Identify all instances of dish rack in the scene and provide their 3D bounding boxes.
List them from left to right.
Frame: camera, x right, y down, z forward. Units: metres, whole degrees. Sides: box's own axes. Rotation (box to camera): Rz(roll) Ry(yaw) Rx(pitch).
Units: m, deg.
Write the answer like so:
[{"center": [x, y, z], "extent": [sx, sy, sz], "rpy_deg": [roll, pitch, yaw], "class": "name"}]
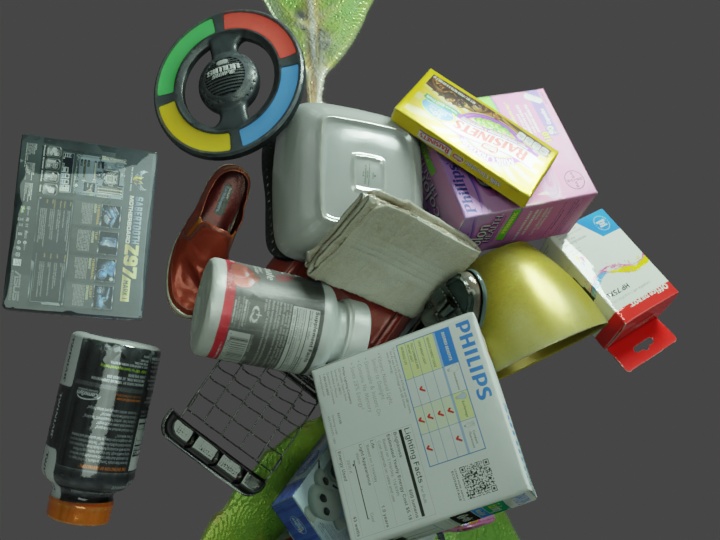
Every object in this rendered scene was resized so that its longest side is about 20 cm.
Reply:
[{"center": [-0.132, 0.160, 0.950], "extent": [0.153, 0.054, 0.202], "rpy_deg": [38, 74, -12], "class": "dish rack"}]

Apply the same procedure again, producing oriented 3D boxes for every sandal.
[{"center": [-0.090, -0.110, 0.981], "extent": [0.073, 0.048, 0.206], "rpy_deg": [1, 77, 13], "class": "sandal"}]

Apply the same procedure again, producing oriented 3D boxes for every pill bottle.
[{"center": [-0.298, 0.178, 0.866], "extent": [0.104, 0.106, 0.205], "rpy_deg": [13, 82, -16], "class": "pill bottle"}, {"center": [-0.091, 0.060, 0.891], "extent": [0.196, 0.110, 0.114], "rpy_deg": [13, 82, -20], "class": "pill bottle"}]

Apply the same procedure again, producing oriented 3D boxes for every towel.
[{"center": [0.039, -0.016, 0.905], "extent": [0.198, 0.035, 0.133], "rpy_deg": [24, 121, -39], "class": "towel"}]

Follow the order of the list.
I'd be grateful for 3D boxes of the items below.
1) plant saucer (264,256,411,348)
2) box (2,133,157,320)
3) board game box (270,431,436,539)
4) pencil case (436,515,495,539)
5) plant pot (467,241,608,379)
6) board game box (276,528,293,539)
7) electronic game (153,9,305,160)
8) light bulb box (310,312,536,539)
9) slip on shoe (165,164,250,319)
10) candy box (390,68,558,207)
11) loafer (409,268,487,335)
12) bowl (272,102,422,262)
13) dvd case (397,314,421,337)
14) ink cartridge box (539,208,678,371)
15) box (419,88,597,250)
[{"center": [0.000, 0.000, 0.993], "extent": [0.199, 0.037, 0.201], "rpy_deg": [40, 75, -11], "class": "plant saucer"}, {"center": [-0.327, -0.048, 0.904], "extent": [0.154, 0.051, 0.206], "rpy_deg": [5, 84, -17], "class": "box"}, {"center": [0.004, 0.297, 0.925], "extent": [0.202, 0.043, 0.199], "rpy_deg": [57, 32, -6], "class": "board game box"}, {"center": [0.114, 0.235, 0.992], "extent": [0.085, 0.087, 0.205], "rpy_deg": [-7, 79, -17], "class": "pencil case"}, {"center": [0.202, 0.049, 1.006], "extent": [0.196, 0.201, 0.144], "rpy_deg": [-19, 74, -18], "class": "plant pot"}, {"center": [-0.055, 0.420, 0.901], "extent": [0.063, 0.147, 0.205], "rpy_deg": [-13, 90, 12], "class": "board game box"}, {"center": [-0.161, -0.229, 0.935], "extent": [0.195, 0.042, 0.205], "rpy_deg": [-4, 72, 12], "class": "electronic game"}, {"center": [0.071, 0.184, 0.855], "extent": [0.196, 0.125, 0.202], "rpy_deg": [-20, 67, 9], "class": "light bulb box"}, {"center": [-0.186, -0.039, 0.943], "extent": [0.073, 0.061, 0.204], "rpy_deg": [23, 80, -16], "class": "slip on shoe"}, {"center": [0.143, -0.167, 0.950], "extent": [0.198, 0.027, 0.103], "rpy_deg": [34, 56, 8], "class": "candy box"}, {"center": [0.098, 0.075, 0.955], "extent": [0.062, 0.202, 0.073], "rpy_deg": [-12, 59, -24], "class": "loafer"}, {"center": [-0.005, -0.109, 0.937], "extent": [0.195, 0.074, 0.205], "rpy_deg": [7, 75, -25], "class": "bowl"}, {"center": [0.032, -0.024, 1.033], "extent": [0.143, 0.018, 0.200], "rpy_deg": [-45, 99, -15], "class": "dvd case"}, {"center": [0.347, 0.024, 1.050], "extent": [0.114, 0.068, 0.201], "rpy_deg": [-23, 63, -27], "class": "ink cartridge box"}, {"center": [0.179, -0.132, 1.014], "extent": [0.195, 0.097, 0.179], "rpy_deg": [-11, 64, -17], "class": "box"}]
